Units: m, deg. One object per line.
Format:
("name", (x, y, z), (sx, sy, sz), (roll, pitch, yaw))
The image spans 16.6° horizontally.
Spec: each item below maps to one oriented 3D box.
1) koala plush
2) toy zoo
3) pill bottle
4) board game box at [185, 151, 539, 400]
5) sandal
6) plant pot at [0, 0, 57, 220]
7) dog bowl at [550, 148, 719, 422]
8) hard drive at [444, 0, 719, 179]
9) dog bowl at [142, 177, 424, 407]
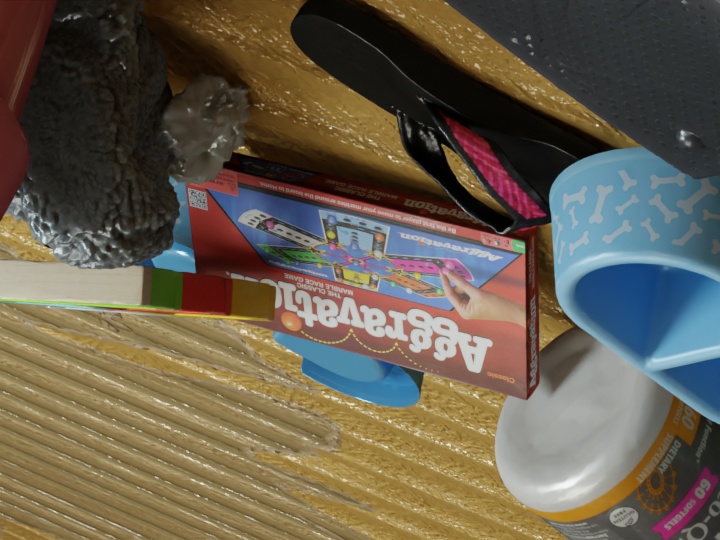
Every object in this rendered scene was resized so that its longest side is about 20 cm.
("koala plush", (-0.146, -0.082, 1.202), (0.177, 0.185, 0.200), (2, 173, 17))
("toy zoo", (-0.128, 0.010, 1.265), (0.131, 0.021, 0.200), (3, 178, 21))
("pill bottle", (0.174, 0.120, 1.323), (0.200, 0.117, 0.116), (38, 158, -31))
("board game box", (0.000, 0.000, 1.301), (0.199, 0.019, 0.103), (14, 131, 23))
("sandal", (0.048, -0.055, 1.140), (0.200, 0.045, 0.075), (31, 159, -10))
("plant pot", (-0.207, -0.122, 1.022), (0.199, 0.179, 0.200), (23, 160, 9))
("dog bowl", (0.166, 0.017, 1.111), (0.111, 0.050, 0.200), (-15, 142, 43))
("hard drive", (0.099, -0.108, 0.941), (0.200, 0.042, 0.135), (34, 160, -22))
("dog bowl", (-0.045, 0.010, 1.427), (0.200, 0.050, 0.111), (29, 161, -5))
